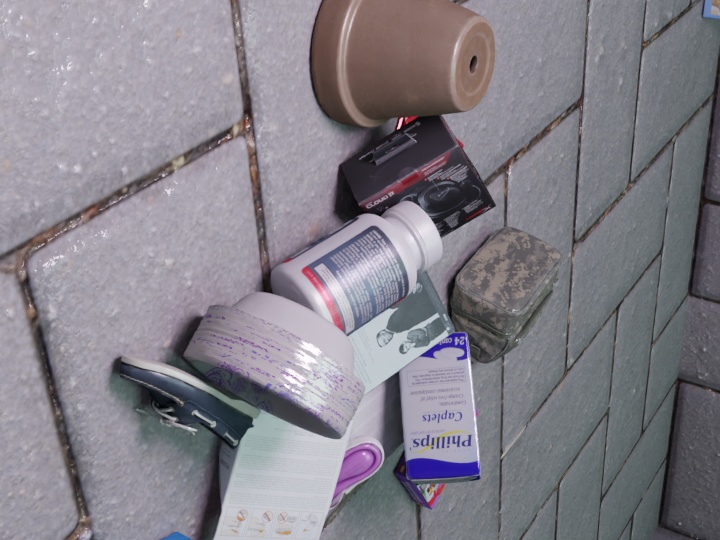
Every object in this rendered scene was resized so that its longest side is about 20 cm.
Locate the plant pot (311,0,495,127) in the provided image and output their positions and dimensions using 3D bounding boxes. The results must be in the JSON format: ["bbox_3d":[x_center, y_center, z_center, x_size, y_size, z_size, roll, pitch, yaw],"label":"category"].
[{"bbox_3d":[0.064,-0.261,1.237,0.200,0.174,0.201,-35,134,-47],"label":"plant pot"}]

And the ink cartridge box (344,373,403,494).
[{"bbox_3d":[-0.006,0.188,1.426,0.162,0.050,0.201,-33,120,-46],"label":"ink cartridge box"}]

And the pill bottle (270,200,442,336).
[{"bbox_3d":[0.000,0.000,1.254,0.200,0.119,0.120,-33,134,-23],"label":"pill bottle"}]

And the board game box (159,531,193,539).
[{"bbox_3d":[-0.263,0.424,1.136,0.196,0.056,0.201,-14,116,-57],"label":"board game box"}]

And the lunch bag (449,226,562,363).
[{"bbox_3d":[0.247,0.047,1.742,0.200,0.139,0.168,-47,157,-37],"label":"lunch bag"}]

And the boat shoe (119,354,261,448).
[{"bbox_3d":[-0.190,0.144,1.100,0.200,0.075,0.062,36,79,-52],"label":"boat shoe"}]

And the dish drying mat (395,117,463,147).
[{"bbox_3d":[0.103,-0.181,1.495,0.200,0.018,0.077,21,87,-60],"label":"dish drying mat"}]

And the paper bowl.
[{"bbox_3d":[-0.087,0.099,1.128,0.105,0.200,0.201,-63,149,-17],"label":"paper bowl"}]

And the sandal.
[{"bbox_3d":[-0.054,0.295,1.352,0.203,0.050,0.083,-41,114,2],"label":"sandal"}]

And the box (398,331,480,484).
[{"bbox_3d":[0.115,0.205,1.469,0.184,0.104,0.201,62,23,-75],"label":"box"}]

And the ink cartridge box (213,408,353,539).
[{"bbox_3d":[-0.107,0.266,1.275,0.160,0.047,0.201,13,95,-35],"label":"ink cartridge box"}]

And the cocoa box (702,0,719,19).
[{"bbox_3d":[0.952,-0.738,2.536,0.131,0.133,0.201,-35,132,-46],"label":"cocoa box"}]

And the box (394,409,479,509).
[{"bbox_3d":[0.136,0.298,1.762,0.201,0.039,0.137,-60,147,-23],"label":"box"}]

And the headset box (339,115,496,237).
[{"bbox_3d":[0.077,-0.117,1.349,0.148,0.077,0.200,-31,148,11],"label":"headset box"}]

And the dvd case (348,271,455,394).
[{"bbox_3d":[0.018,0.068,1.342,0.200,0.025,0.151,-32,104,-22],"label":"dvd case"}]
